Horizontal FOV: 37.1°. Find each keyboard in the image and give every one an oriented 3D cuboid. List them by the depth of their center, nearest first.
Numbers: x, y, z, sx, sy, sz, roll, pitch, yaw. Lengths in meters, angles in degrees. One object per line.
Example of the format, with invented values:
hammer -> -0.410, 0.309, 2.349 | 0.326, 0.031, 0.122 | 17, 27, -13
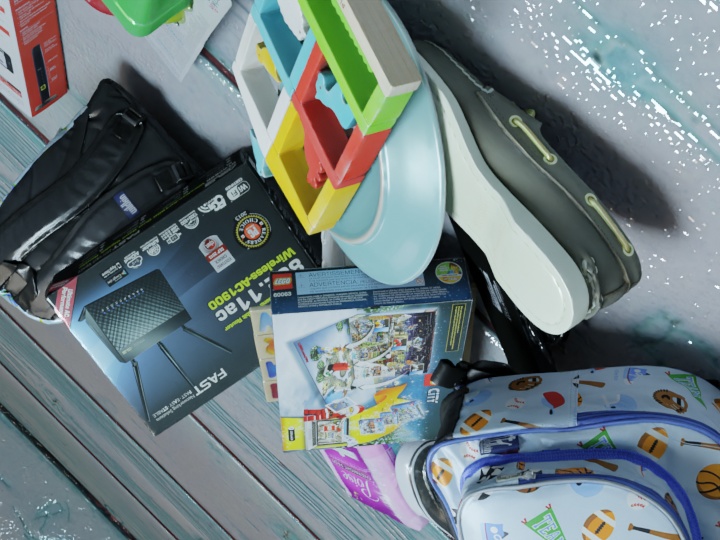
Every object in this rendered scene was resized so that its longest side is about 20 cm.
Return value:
keyboard -> 0.110, 0.011, 0.722 | 0.104, 0.040, 0.200 | 49, 168, 55

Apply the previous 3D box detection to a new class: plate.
plate -> -0.011, -0.085, 0.669 | 0.200, 0.025, 0.201 | 45, 144, 46

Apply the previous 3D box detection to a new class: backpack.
backpack -> 0.149, 0.148, 0.659 | 0.190, 0.154, 0.201 | -15, 112, 12
backpack -> -0.236, -0.040, 0.951 | 0.163, 0.200, 0.154 | 45, 172, -1

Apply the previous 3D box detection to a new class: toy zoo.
toy zoo -> -0.032, -0.109, 0.640 | 0.132, 0.020, 0.200 | 64, 154, 16

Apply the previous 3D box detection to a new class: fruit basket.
fruit basket -> -0.162, -0.227, 0.731 | 0.185, 0.094, 0.200 | 50, 169, -8

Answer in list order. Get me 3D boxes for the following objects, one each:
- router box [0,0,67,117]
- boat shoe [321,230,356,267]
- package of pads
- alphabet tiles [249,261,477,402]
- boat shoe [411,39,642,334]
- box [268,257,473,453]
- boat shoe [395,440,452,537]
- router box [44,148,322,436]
router box -> -0.361, -0.263, 0.984 | 0.200, 0.049, 0.180 | 40, 153, 11
boat shoe -> 0.000, 0.000, 0.818 | 0.069, 0.072, 0.200 | 55, 167, 30
package of pads -> 0.002, 0.139, 0.994 | 0.120, 0.076, 0.200 | 17, 142, 49
alphabet tiles -> 0.004, 0.058, 0.822 | 0.200, 0.166, 0.006 | 87, 176, -54
boat shoe -> 0.080, -0.058, 0.609 | 0.202, 0.060, 0.072 | 57, 157, 22
box -> 0.004, 0.069, 0.799 | 0.200, 0.136, 0.038 | 93, 171, -53
boat shoe -> 0.109, 0.225, 0.960 | 0.200, 0.074, 0.068 | 56, 156, -20
router box -> -0.134, 0.019, 0.884 | 0.150, 0.200, 0.062 | 55, -178, -20
